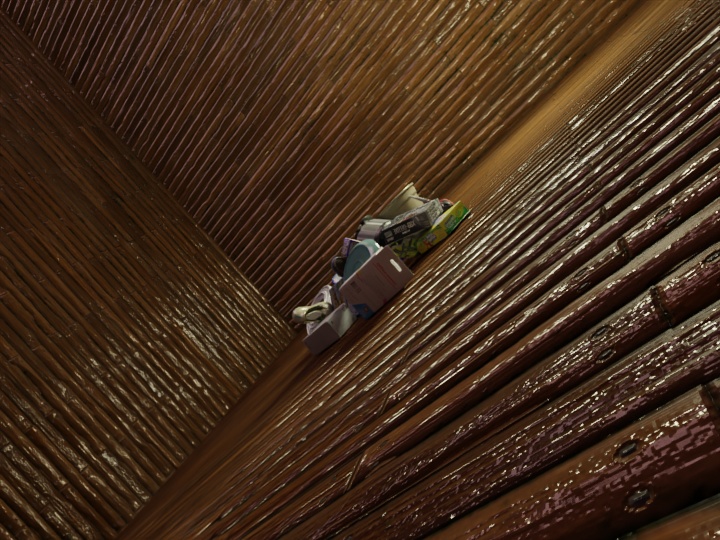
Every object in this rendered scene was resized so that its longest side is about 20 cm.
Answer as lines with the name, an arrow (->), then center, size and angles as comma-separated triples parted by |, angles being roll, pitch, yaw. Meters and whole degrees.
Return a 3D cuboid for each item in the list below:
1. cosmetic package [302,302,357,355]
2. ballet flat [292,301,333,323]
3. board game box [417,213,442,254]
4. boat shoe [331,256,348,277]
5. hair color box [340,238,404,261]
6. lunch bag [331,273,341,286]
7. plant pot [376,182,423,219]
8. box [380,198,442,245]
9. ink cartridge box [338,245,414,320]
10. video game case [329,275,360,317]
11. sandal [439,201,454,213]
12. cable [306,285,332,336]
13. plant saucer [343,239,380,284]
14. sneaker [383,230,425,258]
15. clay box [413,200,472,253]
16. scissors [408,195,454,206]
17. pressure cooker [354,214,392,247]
cosmetic package -> -0.101, 0.193, 1.680 | 0.102, 0.074, 0.200 | -45, 3, -37
ballet flat -> -0.143, 0.145, 1.755 | 0.198, 0.070, 0.069 | -11, -25, -50
board game box -> 0.221, -0.121, 1.804 | 0.151, 0.047, 0.200 | -44, 2, -2
boat shoe -> 0.000, 0.000, 1.725 | 0.072, 0.196, 0.074 | 138, 152, -68
hair color box -> 0.040, -0.054, 1.758 | 0.109, 0.195, 0.066 | -156, 79, -77
lunch bag -> 0.008, 0.025, 1.844 | 0.158, 0.077, 0.200 | 18, 46, 38
plant pot -> 0.196, -0.211, 2.080 | 0.200, 0.184, 0.200 | -42, -1, -1
box -> 0.163, -0.154, 1.620 | 0.155, 0.051, 0.200 | -23, 10, 24
ink cartridge box -> 0.049, 0.024, 1.405 | 0.200, 0.115, 0.068 | -42, 2, 28
video game case -> -0.051, 0.101, 1.724 | 0.017, 0.146, 0.200 | -6, -17, -26
sandal -> 0.270, -0.213, 1.792 | 0.199, 0.074, 0.044 | -176, 90, -69
cable -> -0.139, 0.161, 1.979 | 0.203, 0.068, 0.200 | -62, 21, 11
plant saucer -> 0.000, 0.004, 1.571 | 0.199, 0.027, 0.205 | -23, 62, 53
sneaker -> 0.135, -0.066, 1.632 | 0.198, 0.078, 0.075 | -32, 9, -16
clay box -> 0.243, -0.130, 1.547 | 0.115, 0.048, 0.200 | -46, 2, -26
scissors -> 0.267, -0.257, 1.941 | 0.074, 0.199, 0.014 | -55, -32, 9
pressure cooker -> 0.070, -0.111, 2.000 | 0.198, 0.176, 0.180 | 9, 82, 54
